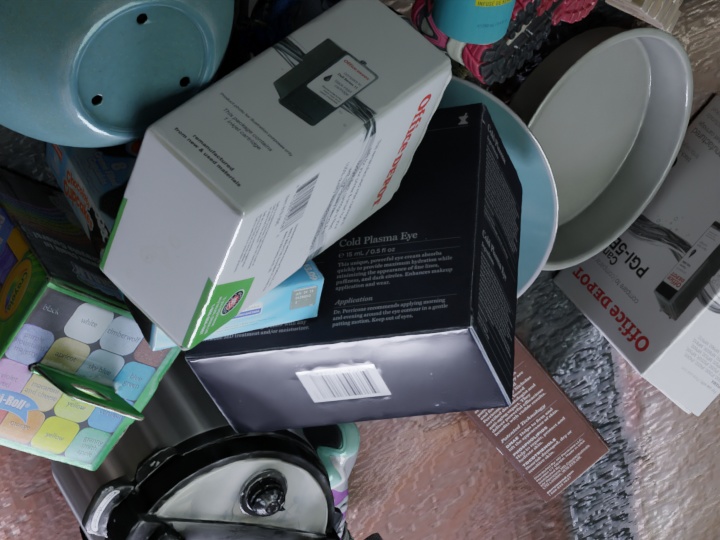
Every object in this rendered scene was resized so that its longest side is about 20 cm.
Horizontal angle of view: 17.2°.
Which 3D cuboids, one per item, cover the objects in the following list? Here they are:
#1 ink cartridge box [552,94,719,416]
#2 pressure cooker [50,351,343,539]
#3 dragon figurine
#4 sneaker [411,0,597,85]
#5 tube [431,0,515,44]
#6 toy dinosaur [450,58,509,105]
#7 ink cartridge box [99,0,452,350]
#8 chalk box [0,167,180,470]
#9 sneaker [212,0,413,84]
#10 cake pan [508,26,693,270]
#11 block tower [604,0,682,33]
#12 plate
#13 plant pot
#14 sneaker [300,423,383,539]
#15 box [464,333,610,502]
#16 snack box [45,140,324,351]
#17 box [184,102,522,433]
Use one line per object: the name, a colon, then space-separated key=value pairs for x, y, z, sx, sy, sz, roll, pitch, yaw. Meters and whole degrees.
ink cartridge box: x=0.267 y=-0.012 z=1.842 sx=0.200 sy=0.147 sz=0.083 roll=-49 pitch=132 yaw=8
pressure cooker: x=-0.117 y=0.158 z=1.699 sx=0.176 sy=0.200 sz=0.179 roll=-28 pitch=133 yaw=-11
dragon figurine: x=-0.045 y=-0.224 z=1.474 sx=0.099 sy=0.059 sz=0.200 roll=-26 pitch=119 yaw=-35
sneaker: x=0.117 y=-0.207 z=1.638 sx=0.200 sy=0.075 sz=0.081 roll=-38 pitch=153 yaw=-39
tube: x=0.089 y=-0.235 z=1.488 sx=0.077 sy=0.050 sz=0.200 roll=-21 pitch=142 yaw=-33
toy dinosaur: x=0.061 y=-0.092 z=1.734 sx=0.088 sy=0.047 sz=0.200 roll=14 pitch=119 yaw=-33
ink cartridge box: x=-0.051 y=-0.064 z=1.454 sx=0.200 sy=0.083 sz=0.147 roll=-37 pitch=163 yaw=-38
chalk box: x=-0.206 y=0.043 z=1.560 sx=0.124 sy=0.200 sz=0.124 roll=24 pitch=109 yaw=-39
sneaker: x=-0.038 y=-0.189 z=1.583 sx=0.146 sy=0.077 sz=0.202 roll=-19 pitch=118 yaw=-34
cake pan: x=0.166 y=-0.095 z=1.764 sx=0.200 sy=0.037 sz=0.200 roll=-30 pitch=138 yaw=-31
block tower: x=0.174 y=-0.210 z=1.579 sx=0.058 sy=0.054 sz=0.200 roll=-61 pitch=160 yaw=4
plate: x=0.044 y=-0.053 z=1.697 sx=0.200 sy=0.026 sz=0.200 roll=6 pitch=116 yaw=12
plant pot: x=-0.155 y=-0.150 z=1.410 sx=0.200 sy=0.135 sz=0.200 roll=-17 pitch=131 yaw=-21
sneaker: x=-0.027 y=0.197 z=1.875 sx=0.140 sy=0.078 sz=0.200 roll=15 pitch=123 yaw=-39
box: x=0.106 y=0.085 z=1.849 sx=0.075 sy=0.100 sz=0.200 roll=-39 pitch=133 yaw=0
snack box: x=-0.118 y=-0.035 z=1.555 sx=0.116 sy=0.200 sz=0.037 roll=-12 pitch=135 yaw=-24
box: x=0.000 y=0.000 z=1.604 sx=0.200 sy=0.182 sz=0.104 roll=-6 pitch=145 yaw=18
